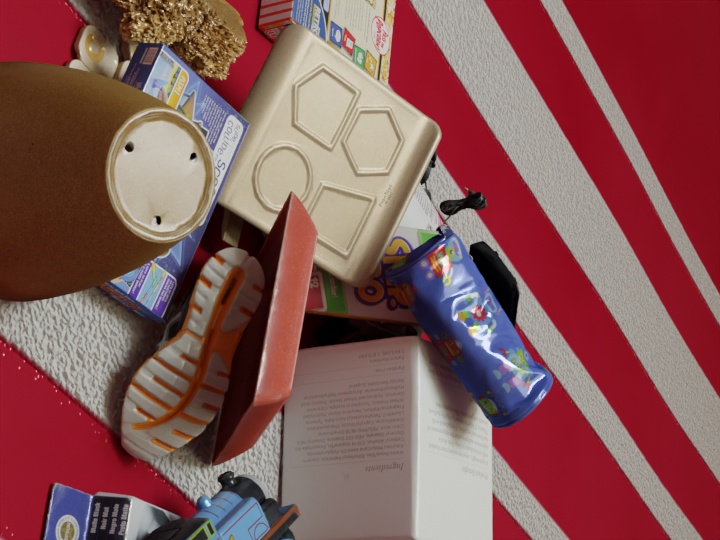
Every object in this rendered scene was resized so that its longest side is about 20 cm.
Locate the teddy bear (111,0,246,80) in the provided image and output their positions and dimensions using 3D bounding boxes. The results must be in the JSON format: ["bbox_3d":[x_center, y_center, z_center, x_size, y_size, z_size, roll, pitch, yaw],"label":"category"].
[{"bbox_3d":[-0.190,-0.249,1.288,0.199,0.067,0.146,27,33,-51],"label":"teddy bear"}]

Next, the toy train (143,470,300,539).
[{"bbox_3d":[-0.119,0.248,1.209,0.200,0.086,0.115,-39,110,-57],"label":"toy train"}]

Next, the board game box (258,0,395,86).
[{"bbox_3d":[-0.032,-0.287,1.584,0.200,0.046,0.153,36,53,-51],"label":"board game box"}]

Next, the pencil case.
[{"bbox_3d":[0.108,0.054,1.400,0.087,0.078,0.201,-39,98,-33],"label":"pencil case"}]

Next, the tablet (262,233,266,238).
[{"bbox_3d":[-0.048,-0.070,1.541,0.131,0.014,0.201,65,35,-28],"label":"tablet"}]

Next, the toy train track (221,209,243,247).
[{"bbox_3d":[-0.145,-0.095,1.354,0.200,0.032,0.116,34,64,-53],"label":"toy train track"}]

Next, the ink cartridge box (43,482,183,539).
[{"bbox_3d":[-0.192,0.295,1.193,0.200,0.040,0.202,35,55,-51],"label":"ink cartridge box"}]

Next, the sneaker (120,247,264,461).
[{"bbox_3d":[-0.148,0.077,1.271,0.078,0.077,0.201,34,74,-11],"label":"sneaker"}]

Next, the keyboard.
[{"bbox_3d":[0.136,0.037,1.492,0.039,0.104,0.201,-28,149,-20],"label":"keyboard"}]

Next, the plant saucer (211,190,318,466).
[{"bbox_3d":[-0.084,0.060,1.301,0.036,0.200,0.202,13,64,-11],"label":"plant saucer"}]

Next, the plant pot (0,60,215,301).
[{"bbox_3d":[-0.200,-0.069,1.059,0.185,0.199,0.189,0,91,-42],"label":"plant pot"}]

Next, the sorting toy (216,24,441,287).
[{"bbox_3d":[-0.035,-0.108,1.383,0.199,0.036,0.187,31,81,-29],"label":"sorting toy"}]

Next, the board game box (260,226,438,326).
[{"bbox_3d":[0.000,0.000,1.445,0.030,0.197,0.097,145,-48,-79],"label":"board game box"}]

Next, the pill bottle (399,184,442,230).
[{"bbox_3d":[-0.001,-0.087,1.501,0.201,0.112,0.114,56,40,-36],"label":"pill bottle"}]

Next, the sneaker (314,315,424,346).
[{"bbox_3d":[0.006,0.065,1.552,0.200,0.114,0.077,96,-20,-68],"label":"sneaker"}]

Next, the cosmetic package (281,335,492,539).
[{"bbox_3d":[0.030,0.188,1.467,0.164,0.163,0.203,26,61,-54],"label":"cosmetic package"}]

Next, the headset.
[{"bbox_3d":[0.066,-0.103,1.660,0.199,0.093,0.125,30,59,-54],"label":"headset"}]

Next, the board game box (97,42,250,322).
[{"bbox_3d":[-0.180,-0.075,1.249,0.135,0.034,0.202,42,64,-48],"label":"board game box"}]

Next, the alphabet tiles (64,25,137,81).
[{"bbox_3d":[-0.203,-0.116,1.291,0.196,0.014,0.202,49,44,-43],"label":"alphabet tiles"}]
